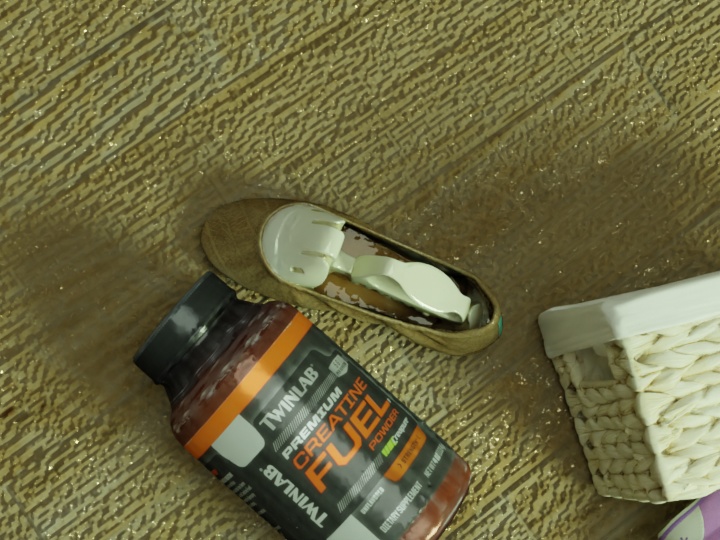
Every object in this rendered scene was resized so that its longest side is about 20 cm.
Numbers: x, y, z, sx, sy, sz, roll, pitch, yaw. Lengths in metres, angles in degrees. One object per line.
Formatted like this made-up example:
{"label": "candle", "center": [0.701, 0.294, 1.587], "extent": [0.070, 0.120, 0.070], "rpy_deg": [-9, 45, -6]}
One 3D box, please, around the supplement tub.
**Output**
{"label": "supplement tub", "center": [-0.038, 0.092, 0.901], "extent": [0.200, 0.107, 0.107], "rpy_deg": [41, 76, -3]}

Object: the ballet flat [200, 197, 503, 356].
{"label": "ballet flat", "center": [0.000, 0.000, 0.941], "extent": [0.198, 0.072, 0.069], "rpy_deg": [23, 77, -6]}

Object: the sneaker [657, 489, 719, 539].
{"label": "sneaker", "center": [0.278, 0.170, 0.971], "extent": [0.198, 0.073, 0.115], "rpy_deg": [-3, 52, -30]}

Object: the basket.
{"label": "basket", "center": [0.230, 0.061, 0.948], "extent": [0.198, 0.135, 0.125], "rpy_deg": [-12, 87, -13]}
